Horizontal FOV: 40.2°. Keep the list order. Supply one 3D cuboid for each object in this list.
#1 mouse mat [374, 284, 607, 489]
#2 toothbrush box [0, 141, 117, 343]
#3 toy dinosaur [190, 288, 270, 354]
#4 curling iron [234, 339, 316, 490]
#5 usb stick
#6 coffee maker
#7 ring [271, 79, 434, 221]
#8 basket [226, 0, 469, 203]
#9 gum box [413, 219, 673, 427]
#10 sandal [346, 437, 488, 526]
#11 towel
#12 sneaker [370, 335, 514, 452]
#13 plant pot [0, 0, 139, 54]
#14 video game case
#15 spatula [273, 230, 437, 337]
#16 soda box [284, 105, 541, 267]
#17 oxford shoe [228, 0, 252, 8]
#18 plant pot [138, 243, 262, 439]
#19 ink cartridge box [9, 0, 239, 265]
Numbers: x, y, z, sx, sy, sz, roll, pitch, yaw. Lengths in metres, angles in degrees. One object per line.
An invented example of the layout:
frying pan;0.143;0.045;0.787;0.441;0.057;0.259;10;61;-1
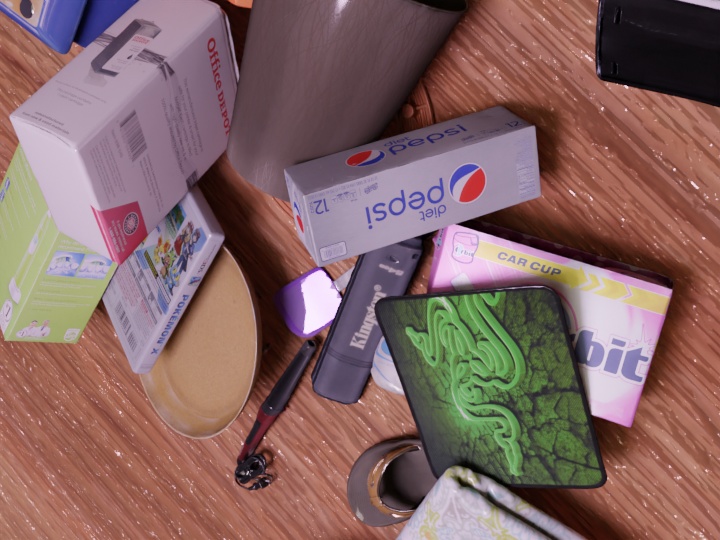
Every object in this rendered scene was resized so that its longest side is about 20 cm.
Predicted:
mouse mat;0.107;0.102;0.805;0.158;0.008;0.203;-5;118;29
toothbrush box;-0.313;-0.047;1.019;0.201;0.085;0.146;-57;49;28
toy dinosaur;-0.154;0.049;1.006;0.100;0.058;0.204;-14;96;31
curling iron;-0.085;0.150;1.014;0.049;0.025;0.202;37;119;22
usb stick;0.004;0.043;0.921;0.055;0.033;0.202;22;120;0
coffee maker;0.260;-0.165;0.653;0.197;0.192;0.137;20;129;23
ring;-0.023;-0.126;0.912;0.197;0.019;0.205;8;107;27
basket;-0.031;-0.169;0.821;0.178;0.136;0.202;30;120;6
gum box;0.145;0.036;0.815;0.196;0.066;0.116;17;103;14
sandal;0.046;0.203;0.929;0.199;0.054;0.083;-25;93;46
towel;0.132;0.272;0.887;0.198;0.048;0.173;30;132;4
sneaker;0.103;0.105;0.881;0.197;0.072;0.074;24;102;16
plant pot;-0.259;-0.316;0.893;0.199;0.179;0.202;36;116;15
video game case;-0.217;-0.033;0.990;0.184;0.022;0.201;-56;49;28
spatula;0.000;0.000;0.932;0.199;0.020;0.057;-33;87;30
soda box;0.043;-0.071;0.794;0.196;0.068;0.065;-18;118;-12
oxford shoe;-0.143;-0.275;0.839;0.071;0.198;0.074;32;114;38
plant pot;-0.158;0.062;0.969;0.198;0.027;0.205;3;94;42
ink cartridge box;-0.196;-0.132;0.874;0.084;0.201;0.147;25;147;22
